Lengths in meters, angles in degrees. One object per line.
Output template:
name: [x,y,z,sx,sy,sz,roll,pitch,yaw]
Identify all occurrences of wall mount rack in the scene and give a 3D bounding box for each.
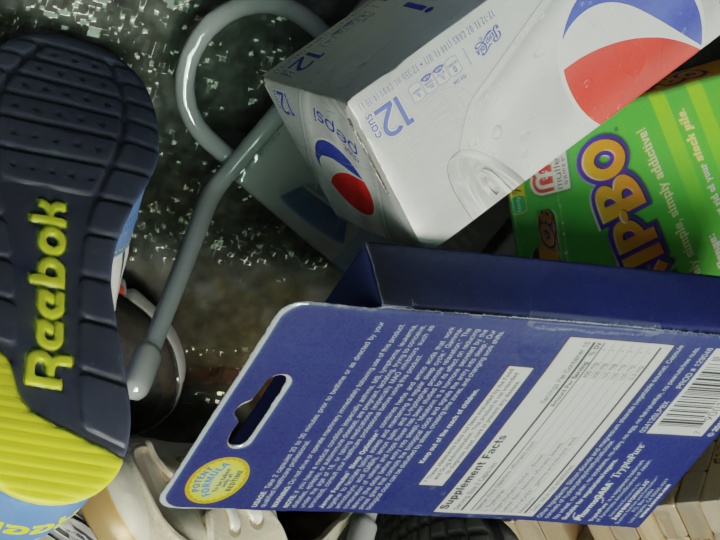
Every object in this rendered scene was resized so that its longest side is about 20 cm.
wall mount rack: [0.000,0.000,1.014,0.200,0.075,0.174,40,89,-28]

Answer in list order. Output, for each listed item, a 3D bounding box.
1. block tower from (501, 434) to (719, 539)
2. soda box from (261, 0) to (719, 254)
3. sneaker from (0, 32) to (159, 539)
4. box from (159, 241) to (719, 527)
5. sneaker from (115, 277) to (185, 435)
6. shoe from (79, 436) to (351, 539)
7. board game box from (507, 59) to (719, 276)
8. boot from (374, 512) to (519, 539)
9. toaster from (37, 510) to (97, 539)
block tower: [0.154,0.090,1.075,0.199,0.054,0.058,-7,127,30]
soda box: [0.069,-0.091,0.950,0.200,0.068,0.064,-37,115,-17]
sneaker: [-0.117,0.006,0.954,0.073,0.201,0.082,15,143,-14]
box: [0.038,0.042,0.952,0.199,0.033,0.121,4,141,-29]
sneaker: [-0.155,0.027,1.008,0.199,0.082,0.077,21,114,-21]
shoe: [-0.052,0.088,1.032,0.053,0.070,0.200,-38,161,8]
board game box: [0.140,-0.030,1.022,0.199,0.030,0.096,-17,107,-25]
boot: [0.055,0.149,1.095,0.131,0.070,0.200,16,157,-19]
toaster: [-0.142,0.151,1.007,0.113,0.130,0.200,-4,145,44]
